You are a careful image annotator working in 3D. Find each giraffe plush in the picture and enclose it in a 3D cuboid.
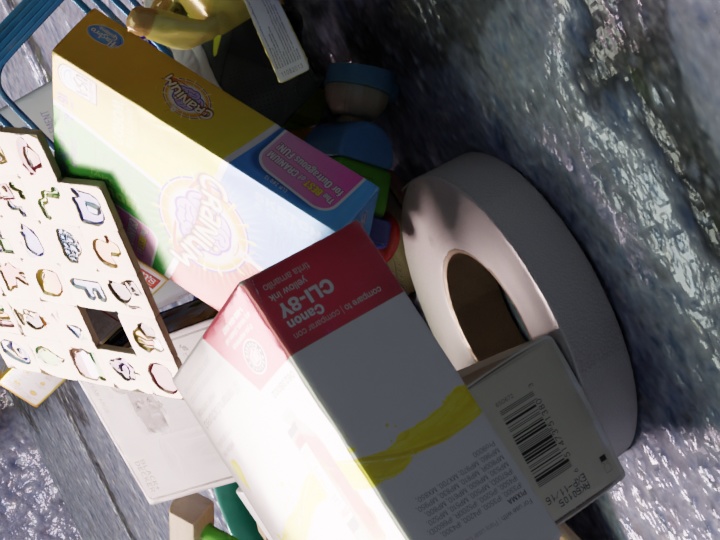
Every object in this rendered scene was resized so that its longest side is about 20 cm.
[{"bbox_3d":[-0.074,-0.204,1.218,0.162,0.171,0.202,-159,61,-81],"label":"giraffe plush"}]

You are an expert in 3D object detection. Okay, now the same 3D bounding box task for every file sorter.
[{"bbox_3d":[-0.188,-0.117,1.426,0.123,0.139,0.200,44,-169,-6],"label":"file sorter"}]

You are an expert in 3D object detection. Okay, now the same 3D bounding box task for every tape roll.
[{"bbox_3d":[0.090,0.028,1.261,0.203,0.037,0.204,54,160,29],"label":"tape roll"}]

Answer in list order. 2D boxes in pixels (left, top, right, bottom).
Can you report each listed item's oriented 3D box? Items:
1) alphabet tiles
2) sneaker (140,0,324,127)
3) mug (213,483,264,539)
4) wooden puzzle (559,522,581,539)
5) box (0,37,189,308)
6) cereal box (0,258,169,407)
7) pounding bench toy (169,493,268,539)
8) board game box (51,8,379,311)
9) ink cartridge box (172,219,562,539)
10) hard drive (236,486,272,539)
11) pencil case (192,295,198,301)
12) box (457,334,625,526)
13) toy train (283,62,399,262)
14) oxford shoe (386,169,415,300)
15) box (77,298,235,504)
[{"bbox_3d":[-0.198,-0.007,1.337,0.166,0.008,0.201,8,131,36],"label":"alphabet tiles"},{"bbox_3d":[-0.077,-0.148,1.334,0.075,0.084,0.201,51,-170,-49],"label":"sneaker"},{"bbox_3d":[-0.031,0.207,1.725,0.152,0.114,0.186,38,150,52],"label":"mug"},{"bbox_3d":[0.076,0.178,1.393,0.200,0.037,0.185,51,143,-8],"label":"wooden puzzle"},{"bbox_3d":[-0.180,-0.059,1.604,0.185,0.199,0.105,63,-161,-1],"label":"box"},{"bbox_3d":[-0.164,-0.010,1.440,0.039,0.145,0.200,34,137,-14],"label":"cereal box"},{"bbox_3d":[-0.022,0.192,1.540,0.156,0.199,0.125,49,157,38],"label":"pounding bench toy"},{"bbox_3d":[-0.088,-0.043,1.238,0.199,0.040,0.154,32,149,14],"label":"board game box"},{"bbox_3d":[0.000,0.099,1.145,0.201,0.083,0.145,56,149,10],"label":"ink cartridge box"},{"bbox_3d":[0.017,0.210,1.419,0.131,0.025,0.201,-15,114,44],"label":"hard drive"},{"bbox_3d":[-0.075,-0.010,1.488,0.078,0.086,0.202,-95,17,-65],"label":"pencil case"},{"bbox_3d":[0.054,0.112,1.235,0.095,0.077,0.200,60,150,0],"label":"box"},{"bbox_3d":[-0.051,-0.068,1.353,0.199,0.084,0.117,1,78,54],"label":"toy train"},{"bbox_3d":[0.000,0.000,1.411,0.071,0.074,0.200,58,161,17],"label":"oxford shoe"},{"bbox_3d":[-0.085,0.076,1.432,0.199,0.060,0.117,-20,105,39],"label":"box"}]
